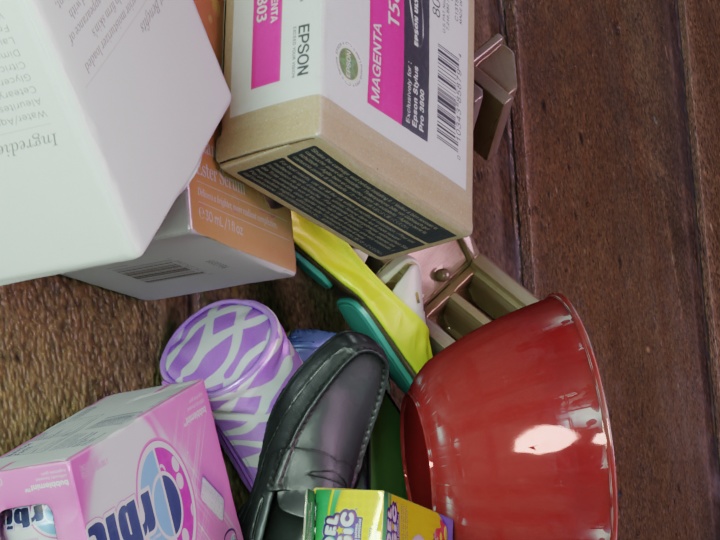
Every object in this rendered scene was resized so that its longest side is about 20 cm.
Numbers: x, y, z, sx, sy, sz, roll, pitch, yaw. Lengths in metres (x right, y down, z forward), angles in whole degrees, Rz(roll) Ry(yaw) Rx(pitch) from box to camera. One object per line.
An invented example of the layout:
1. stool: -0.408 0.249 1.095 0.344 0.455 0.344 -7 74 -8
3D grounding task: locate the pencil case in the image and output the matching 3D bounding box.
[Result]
1. pencil case: -0.055 0.108 1.619 0.085 0.084 0.200 -45 131 -20

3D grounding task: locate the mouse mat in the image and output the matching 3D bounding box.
1. mouse mat: 0.029 0.172 1.699 0.200 0.007 0.162 57 29 -61

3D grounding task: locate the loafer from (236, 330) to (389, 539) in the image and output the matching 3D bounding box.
1. loafer: -0.032 0.134 1.544 0.068 0.070 0.201 24 93 -37

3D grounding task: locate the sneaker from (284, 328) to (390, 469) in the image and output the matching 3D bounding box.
1. sneaker: -0.011 0.118 1.730 0.200 0.075 0.088 56 32 -46

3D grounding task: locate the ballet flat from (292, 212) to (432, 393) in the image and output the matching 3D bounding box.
1. ballet flat: 0.000 0.000 1.723 0.200 0.067 0.067 47 -10 -14

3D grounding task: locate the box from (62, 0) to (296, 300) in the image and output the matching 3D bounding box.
1. box: -0.120 -0.097 1.495 0.152 0.106 0.201 20 62 -66

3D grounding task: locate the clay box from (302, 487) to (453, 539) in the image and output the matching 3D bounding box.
1. clay box: 0.009 0.191 1.503 0.200 0.047 0.116 35 56 -72

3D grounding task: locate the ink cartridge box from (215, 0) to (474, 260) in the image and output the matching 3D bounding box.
1. ink cartridge box: -0.005 -0.129 1.511 0.165 0.075 0.201 30 54 -50

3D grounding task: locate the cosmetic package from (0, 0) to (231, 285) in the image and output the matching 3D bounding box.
1. cosmetic package: -0.186 -0.114 1.245 0.165 0.164 0.201 -65 140 -56

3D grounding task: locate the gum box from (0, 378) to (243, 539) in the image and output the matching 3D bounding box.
1. gum box: -0.136 0.139 1.399 0.200 0.066 0.114 -30 108 -69

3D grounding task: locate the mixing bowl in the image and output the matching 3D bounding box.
1. mixing bowl: 0.087 0.120 1.664 0.200 0.108 0.201 174 -90 -81

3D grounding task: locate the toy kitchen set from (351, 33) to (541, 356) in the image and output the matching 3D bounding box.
1. toy kitchen set: 0.101 -0.041 1.779 0.163 0.180 0.200 -42 161 -28
